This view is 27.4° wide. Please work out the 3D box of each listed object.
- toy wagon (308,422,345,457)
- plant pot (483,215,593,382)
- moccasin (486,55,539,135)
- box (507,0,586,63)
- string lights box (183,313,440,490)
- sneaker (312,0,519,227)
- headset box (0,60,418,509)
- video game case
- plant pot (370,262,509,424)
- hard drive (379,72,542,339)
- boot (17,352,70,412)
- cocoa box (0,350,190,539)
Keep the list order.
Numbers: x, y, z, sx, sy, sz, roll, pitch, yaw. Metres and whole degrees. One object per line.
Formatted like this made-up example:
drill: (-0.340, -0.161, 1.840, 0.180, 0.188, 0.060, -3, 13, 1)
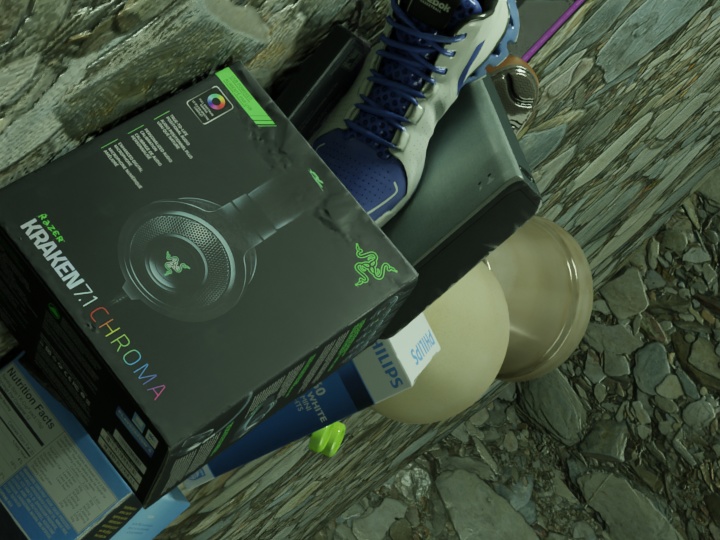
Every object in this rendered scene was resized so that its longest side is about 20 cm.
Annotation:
toy wagon: (-0.094, 0.114, 1.309, 0.200, 0.154, 0.040, 56, 58, -78)
plant pot: (0.140, 0.023, 1.697, 0.200, 0.201, 0.173, -45, 150, 22)
moccasin: (0.054, -0.098, 1.154, 0.201, 0.073, 0.078, -43, -155, 25)
box: (0.132, -0.217, 1.109, 0.143, 0.036, 0.200, -46, 169, 21)
string lights box: (-0.045, 0.089, 1.121, 0.199, 0.059, 0.103, -27, -176, 18)
sneaker: (0.030, -0.133, 0.944, 0.200, 0.080, 0.115, -55, 164, -13)
headset box: (-0.091, 0.001, 0.849, 0.199, 0.175, 0.093, -32, 166, -31)
video game case: (-0.028, -0.095, 1.045, 0.143, 0.019, 0.200, -51, 166, 8)
plant pot: (0.026, 0.038, 1.414, 0.187, 0.188, 0.200, -42, 155, 8)
hard drive: (0.046, -0.055, 1.002, 0.139, 0.033, 0.201, -42, -155, 17)
boot: (-0.152, 0.037, 1.014, 0.132, 0.070, 0.200, -48, 175, 1)
cocoa box: (-0.229, 0.160, 1.085, 0.131, 0.134, 0.200, -40, 168, -3)
